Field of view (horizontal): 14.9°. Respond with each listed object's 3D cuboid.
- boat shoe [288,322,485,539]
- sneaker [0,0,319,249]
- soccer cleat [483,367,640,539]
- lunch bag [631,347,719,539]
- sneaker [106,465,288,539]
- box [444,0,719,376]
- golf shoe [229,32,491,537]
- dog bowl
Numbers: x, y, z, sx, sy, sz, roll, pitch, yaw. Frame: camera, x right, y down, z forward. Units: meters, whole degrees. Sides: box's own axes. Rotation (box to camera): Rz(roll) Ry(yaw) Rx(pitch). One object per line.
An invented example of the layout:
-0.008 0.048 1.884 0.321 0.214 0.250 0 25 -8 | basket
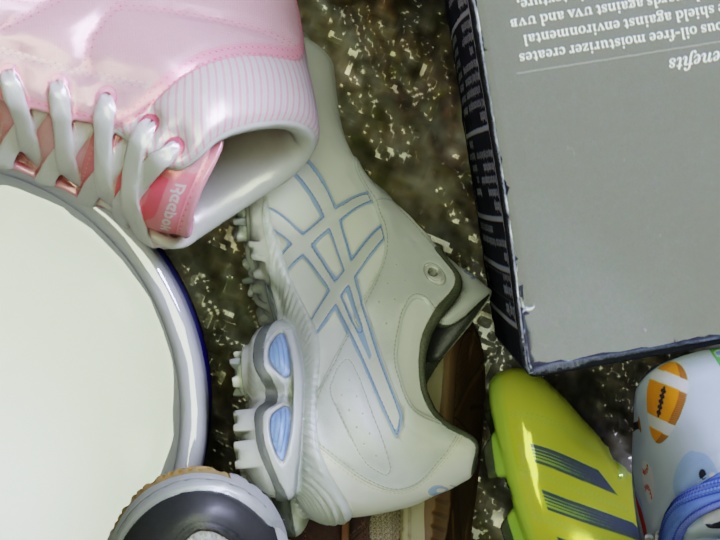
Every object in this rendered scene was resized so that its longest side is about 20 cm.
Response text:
0.000 0.109 1.035 0.072 0.072 0.201 1 71 17 | boat shoe
-0.106 -0.058 0.957 0.199 0.075 0.105 -8 59 -21 | sneaker
0.112 0.119 1.049 0.083 0.065 0.201 -26 97 14 | soccer cleat
0.186 0.074 0.941 0.199 0.161 0.076 -10 60 0 | lunch bag
-0.068 0.169 0.965 0.075 0.088 0.201 12 111 -8 | sneaker
0.095 -0.074 0.982 0.122 0.200 0.200 -8 92 1 | box
0.000 0.000 1.023 0.097 0.078 0.201 -5 67 4 | golf shoe
-0.156 0.051 1.038 0.199 0.079 0.201 0 91 0 | dog bowl
